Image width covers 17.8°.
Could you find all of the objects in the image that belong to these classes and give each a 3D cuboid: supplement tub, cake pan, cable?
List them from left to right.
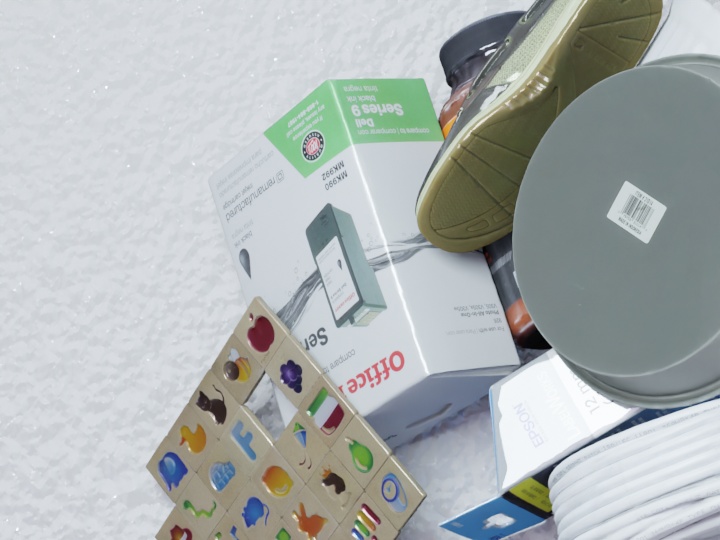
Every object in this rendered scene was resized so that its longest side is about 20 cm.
[{"bbox_3d":[0.112,-0.059,1.436,0.107,0.107,0.201,-22,73,11],"label":"supplement tub"},{"bbox_3d":[0.162,-0.025,1.265,0.200,0.037,0.201,-11,73,40],"label":"cake pan"},{"bbox_3d":[0.207,0.124,1.320,0.200,0.199,0.070,-34,67,40],"label":"cable"}]

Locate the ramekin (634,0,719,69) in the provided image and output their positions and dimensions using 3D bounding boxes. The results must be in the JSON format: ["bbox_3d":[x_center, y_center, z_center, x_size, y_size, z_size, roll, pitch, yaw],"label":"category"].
[{"bbox_3d":[0.241,-0.071,1.357,0.200,0.200,0.098,41,101,20],"label":"ramekin"}]

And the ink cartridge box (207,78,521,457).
[{"bbox_3d":[0.000,0.000,1.436,0.146,0.084,0.201,-36,66,44],"label":"ink cartridge box"}]

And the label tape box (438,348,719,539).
[{"bbox_3d":[0.135,0.087,1.378,0.199,0.143,0.066,-30,72,8],"label":"label tape box"}]

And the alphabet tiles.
[{"bbox_3d":[-0.058,0.142,1.440,0.167,0.008,0.200,49,127,20],"label":"alphabet tiles"}]

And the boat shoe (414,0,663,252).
[{"bbox_3d":[0.100,-0.101,1.362,0.201,0.072,0.066,-53,27,11],"label":"boat shoe"}]
